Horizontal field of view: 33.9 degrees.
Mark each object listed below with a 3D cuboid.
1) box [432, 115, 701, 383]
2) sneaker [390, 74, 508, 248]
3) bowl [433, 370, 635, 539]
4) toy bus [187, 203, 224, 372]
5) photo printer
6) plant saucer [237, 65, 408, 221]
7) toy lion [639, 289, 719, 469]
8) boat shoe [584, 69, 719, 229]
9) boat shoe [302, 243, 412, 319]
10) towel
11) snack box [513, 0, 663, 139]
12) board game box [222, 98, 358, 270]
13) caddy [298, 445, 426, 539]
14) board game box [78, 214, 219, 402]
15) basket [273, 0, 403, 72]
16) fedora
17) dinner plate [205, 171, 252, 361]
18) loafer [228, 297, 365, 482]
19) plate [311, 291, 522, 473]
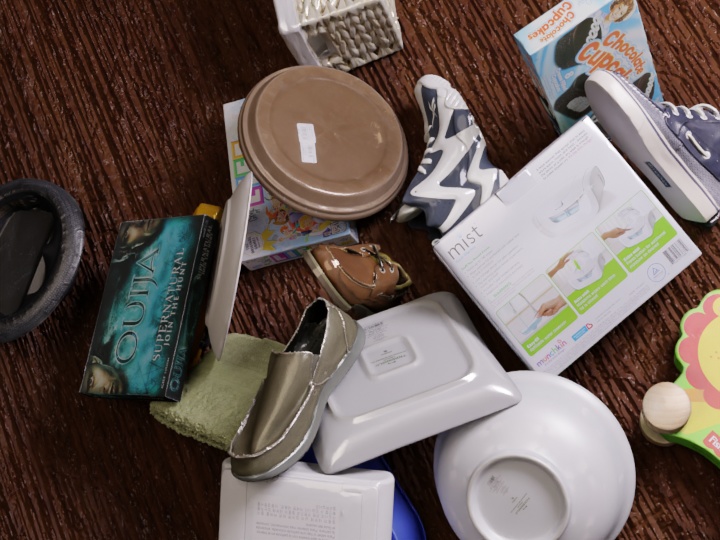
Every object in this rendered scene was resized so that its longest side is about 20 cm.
[{"bbox_3d":[0.199,-0.019,1.173,0.200,0.097,0.177,-41,85,2],"label":"box"},{"bbox_3d":[0.075,-0.109,1.280,0.129,0.080,0.200,-27,76,-2],"label":"sneaker"},{"bbox_3d":[0.154,0.203,1.105,0.199,0.090,0.203,3,101,16],"label":"bowl"},{"bbox_3d":[-0.202,0.025,1.336,0.078,0.065,0.202,10,76,23],"label":"toy bus"},{"bbox_3d":[-0.054,0.281,1.095,0.164,0.069,0.202,3,94,13],"label":"photo printer"},{"bbox_3d":[-0.036,-0.147,1.296,0.198,0.030,0.202,9,60,-16],"label":"plant saucer"},{"bbox_3d":[0.376,0.120,1.125,0.192,0.069,0.200,-43,65,-7],"label":"toy lion"},{"bbox_3d":[0.313,-0.143,1.183,0.093,0.075,0.200,-45,108,-6],"label":"boat shoe"},{"bbox_3d":[0.000,0.000,1.203,0.068,0.200,0.072,-34,75,8],"label":"boat shoe"},{"bbox_3d":[-0.116,0.131,1.228,0.199,0.037,0.148,12,43,41],"label":"towel"},{"bbox_3d":[0.234,-0.203,1.193,0.116,0.200,0.037,-34,56,5],"label":"snack box"},{"bbox_3d":[-0.082,-0.113,1.358,0.133,0.034,0.202,-14,69,14],"label":"board game box"},{"bbox_3d":[-0.022,0.253,1.179,0.141,0.105,0.201,-34,83,13],"label":"caddy"},{"bbox_3d":[-0.229,0.040,1.279,0.134,0.028,0.202,-3,68,36],"label":"board game box"},{"bbox_3d":[-0.035,-0.342,1.363,0.122,0.136,0.202,-16,69,10],"label":"basket"},{"bbox_3d":[-0.393,-0.003,1.391,0.198,0.092,0.203,-5,71,16],"label":"fedora"},{"bbox_3d":[-0.141,-0.006,1.242,0.024,0.200,0.202,9,73,-10],"label":"dinner plate"},{"bbox_3d":[-0.068,0.105,1.089,0.075,0.070,0.201,-2,43,38],"label":"loafer"},{"bbox_3d":[0.030,0.094,1.148,0.198,0.033,0.200,-20,33,-6],"label":"plate"}]
